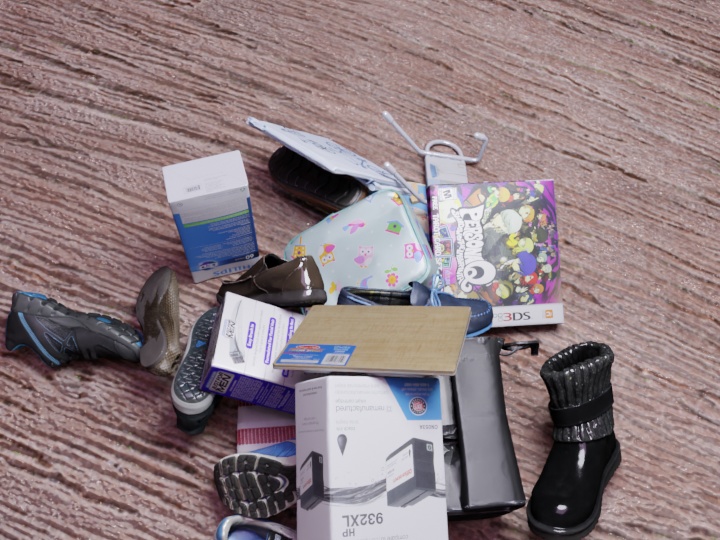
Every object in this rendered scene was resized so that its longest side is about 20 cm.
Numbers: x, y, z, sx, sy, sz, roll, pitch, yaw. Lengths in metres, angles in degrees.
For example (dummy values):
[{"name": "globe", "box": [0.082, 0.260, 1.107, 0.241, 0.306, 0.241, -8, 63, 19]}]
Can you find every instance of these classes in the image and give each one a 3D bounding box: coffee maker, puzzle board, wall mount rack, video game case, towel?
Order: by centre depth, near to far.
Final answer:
[{"name": "puzzle board", "box": [0.018, 0.078, 0.865, 0.196, 0.018, 0.151, -1, 23, 16]}, {"name": "coffee maker", "box": [0.137, 0.189, 0.929, 0.189, 0.135, 0.203, -13, 69, 13]}, {"name": "towel", "box": [-0.088, 0.202, 0.995, 0.141, 0.023, 0.203, -3, 60, -2]}, {"name": "video game case", "box": [0.185, -0.021, 1.072, 0.178, 0.036, 0.204, -2, 86, -5]}, {"name": "wall mount rack", "box": [0.110, -0.157, 1.149, 0.171, 0.075, 0.202, 8, 47, -8]}]

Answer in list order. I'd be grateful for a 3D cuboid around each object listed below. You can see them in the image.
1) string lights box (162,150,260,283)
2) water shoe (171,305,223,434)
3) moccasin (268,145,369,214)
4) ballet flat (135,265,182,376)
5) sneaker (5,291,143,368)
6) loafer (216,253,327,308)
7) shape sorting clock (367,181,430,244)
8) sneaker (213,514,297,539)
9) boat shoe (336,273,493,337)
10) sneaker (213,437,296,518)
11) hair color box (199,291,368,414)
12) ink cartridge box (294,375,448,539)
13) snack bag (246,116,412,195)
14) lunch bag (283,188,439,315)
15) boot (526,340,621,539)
[{"name": "string lights box", "box": [-0.195, -0.066, 1.042, 0.101, 0.201, 0.060, -13, 61, -10]}, {"name": "water shoe", "box": [-0.199, 0.124, 1.012, 0.070, 0.080, 0.201, 16, 35, 4]}, {"name": "moccasin", "box": [-0.060, -0.129, 1.157, 0.199, 0.078, 0.074, 25, 77, 30]}, {"name": "ballet flat", "box": [-0.263, 0.067, 1.034, 0.067, 0.046, 0.201, -38, 37, 13]}, {"name": "sneaker", "box": [-0.377, 0.094, 1.035, 0.197, 0.073, 0.083, 18, 88, 6]}, {"name": "loafer", "box": [-0.116, 0.014, 1.023, 0.198, 0.072, 0.073, -5, 81, 42]}, {"name": "shape sorting clock", "box": [0.066, -0.052, 1.133, 0.196, 0.039, 0.203, 1, 60, -1]}, {"name": "sneaker", "box": [-0.077, 0.335, 0.890, 0.197, 0.073, 0.073, 15, 59, 6]}, {"name": "boat shoe", "box": [0.067, 0.048, 0.955, 0.196, 0.070, 0.084, -4, 20, -4]}, {"name": "sneaker", "box": [-0.080, 0.239, 0.923, 0.196, 0.089, 0.080, -9, 92, 12]}, {"name": "hair color box", "box": [-0.089, 0.113, 0.960, 0.197, 0.065, 0.111, 19, 47, -17]}, {"name": "ink cartridge box", "box": [0.011, 0.218, 0.819, 0.143, 0.083, 0.204, 6, 75, -30]}, {"name": "snack bag", "box": [-0.041, -0.160, 1.106, 0.188, 0.199, 0.022, 34, 107, 31]}, {"name": "lunch bag", "box": [0.000, 0.000, 1.050, 0.198, 0.077, 0.162, -28, 69, 11]}, {"name": "boot", "box": [0.243, 0.191, 0.899, 0.078, 0.160, 0.211, 2, 24, 32]}]
